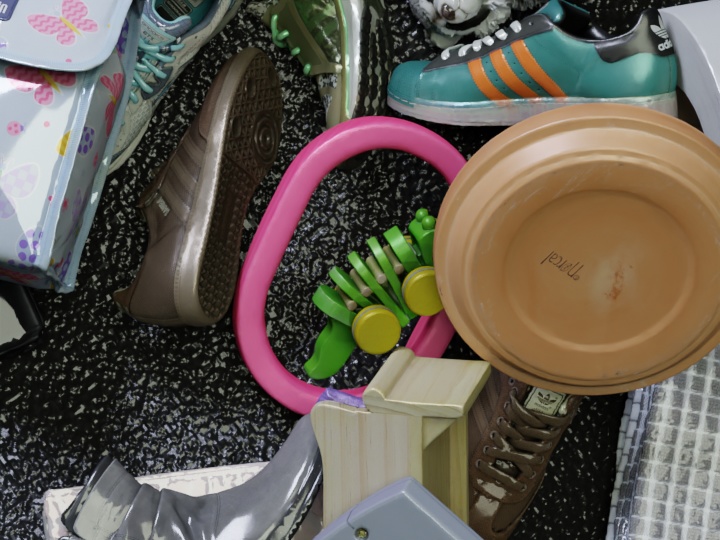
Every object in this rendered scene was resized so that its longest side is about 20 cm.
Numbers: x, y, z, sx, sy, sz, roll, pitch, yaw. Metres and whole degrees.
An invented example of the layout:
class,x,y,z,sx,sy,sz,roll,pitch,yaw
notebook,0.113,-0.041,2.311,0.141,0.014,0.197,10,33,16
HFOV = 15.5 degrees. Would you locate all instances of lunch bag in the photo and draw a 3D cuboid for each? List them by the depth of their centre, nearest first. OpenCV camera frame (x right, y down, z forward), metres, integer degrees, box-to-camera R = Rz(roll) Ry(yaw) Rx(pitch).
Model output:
class,x,y,z,sx,sy,sz,roll,pitch,yaw
lunch bag,-0.235,-0.107,1.617,0.168,0.127,0.201,16,79,5

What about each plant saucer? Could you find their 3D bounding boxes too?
class,x,y,z,sx,sy,sz,roll,pitch,yaw
plant saucer,0.143,-0.007,1.601,0.199,0.032,0.201,0,122,1

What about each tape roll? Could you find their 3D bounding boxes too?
class,x,y,z,sx,sy,sz,roll,pitch,yaw
tape roll,0.238,-0.073,1.701,0.070,0.202,0.204,-11,83,-13

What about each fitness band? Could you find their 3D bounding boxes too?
class,x,y,z,sx,sy,sz,roll,pitch,yaw
fitness band,0.000,0.000,1.702,0.143,0.037,0.201,23,97,-14

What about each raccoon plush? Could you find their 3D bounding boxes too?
class,x,y,z,sx,sy,sz,roll,pitch,yaw
raccoon plush,0.114,-0.212,1.777,0.200,0.134,0.097,-24,92,-53

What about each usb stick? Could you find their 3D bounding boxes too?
class,x,y,z,sx,sy,sz,roll,pitch,yaw
usb stick,-0.262,-0.036,1.689,0.055,0.033,0.201,-24,86,-6

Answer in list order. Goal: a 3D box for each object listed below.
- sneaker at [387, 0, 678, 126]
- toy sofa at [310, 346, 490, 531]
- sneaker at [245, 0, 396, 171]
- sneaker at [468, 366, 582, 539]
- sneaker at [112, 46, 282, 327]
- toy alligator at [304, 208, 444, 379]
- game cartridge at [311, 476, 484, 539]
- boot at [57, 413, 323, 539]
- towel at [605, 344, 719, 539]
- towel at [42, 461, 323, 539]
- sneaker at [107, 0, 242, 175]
class,x,y,z,sx,sy,sz,roll,pitch,yaw
sneaker,0.110,-0.136,1.702,0.199,0.071,0.081,2,103,24
toy sofa,0.027,0.155,1.642,0.097,0.083,0.201,4,108,16
sneaker,-0.030,-0.162,1.747,0.088,0.077,0.202,-7,82,20
sneaker,0.102,0.089,1.704,0.070,0.076,0.201,25,76,-5
sneaker,-0.109,-0.058,1.701,0.075,0.071,0.201,-1,58,27
toy alligator,0.034,-0.010,1.651,0.200,0.059,0.054,-38,118,3
game cartridge,0.005,0.224,1.607,0.133,0.042,0.200,43,113,4
boot,-0.108,0.149,1.640,0.131,0.070,0.201,32,72,3
towel,0.251,0.139,1.726,0.164,0.086,0.201,11,79,-8
towel,-0.098,0.227,1.675,0.190,0.032,0.202,-5,81,-10
sneaker,-0.146,-0.143,1.699,0.077,0.086,0.201,36,77,-3
